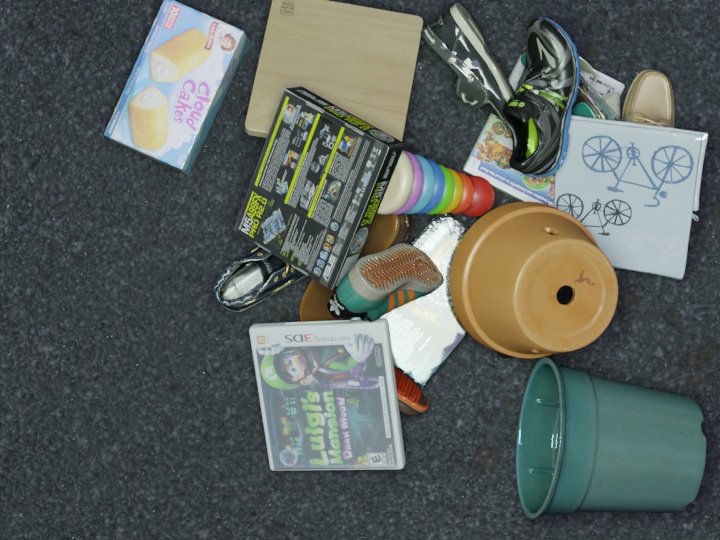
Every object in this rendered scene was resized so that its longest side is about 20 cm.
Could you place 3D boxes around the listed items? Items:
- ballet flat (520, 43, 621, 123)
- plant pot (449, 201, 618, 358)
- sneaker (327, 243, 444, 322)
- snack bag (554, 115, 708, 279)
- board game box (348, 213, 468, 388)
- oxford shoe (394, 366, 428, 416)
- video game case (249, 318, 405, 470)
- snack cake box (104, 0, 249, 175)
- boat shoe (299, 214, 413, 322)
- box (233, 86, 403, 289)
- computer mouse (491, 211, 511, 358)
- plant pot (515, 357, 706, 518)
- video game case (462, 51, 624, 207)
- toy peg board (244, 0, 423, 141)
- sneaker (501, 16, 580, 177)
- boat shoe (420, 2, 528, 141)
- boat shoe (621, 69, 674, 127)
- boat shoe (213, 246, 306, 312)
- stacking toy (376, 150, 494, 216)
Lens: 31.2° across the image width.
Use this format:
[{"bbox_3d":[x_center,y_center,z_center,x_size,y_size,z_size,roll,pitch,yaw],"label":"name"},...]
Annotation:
[{"bbox_3d":[0.291,-0.228,1.676,0.071,0.069,0.200,-37,87,-21],"label":"ballet flat"},{"bbox_3d":[0.225,0.020,1.590,0.200,0.140,0.201,-2,99,-14],"label":"plant pot"},{"bbox_3d":[0.028,0.018,1.607,0.080,0.200,0.071,-41,72,29],"label":"sneaker"},{"bbox_3d":[0.339,-0.091,1.645,0.188,0.021,0.200,9,111,21],"label":"snack bag"},{"bbox_3d":[0.094,0.035,1.698,0.135,0.028,0.200,41,89,2],"label":"board game box"},{"bbox_3d":[-0.008,0.148,1.684,0.200,0.071,0.073,26,109,5],"label":"oxford shoe"},{"bbox_3d":[-0.042,0.161,1.647,0.181,0.023,0.201,-3,106,16],"label":"video game case"},{"bbox_3d":[-0.240,-0.241,1.694,0.115,0.067,0.200,24,88,2],"label":"snack cake box"},{"bbox_3d":[0.000,0.000,1.677,0.070,0.070,0.200,45,107,17],"label":"boat shoe"},{"bbox_3d":[-0.054,-0.101,1.582,0.160,0.044,0.200,31,113,21],"label":"box"},{"bbox_3d":[0.186,0.021,1.663,0.058,0.034,0.200,-15,108,-14],"label":"computer mouse"},{"bbox_3d":[0.315,0.221,1.617,0.196,0.200,0.201,8,88,-8],"label":"plant pot"},{"bbox_3d":[0.243,-0.189,1.711,0.143,0.018,0.200,27,88,1],"label":"video game case"},{"bbox_3d":[-0.034,-0.240,1.691,0.199,0.098,0.200,10,72,0],"label":"toy peg board"},{"bbox_3d":[0.223,-0.215,1.611,0.083,0.071,0.200,-4,103,-39],"label":"sneaker"},{"bbox_3d":[0.154,-0.246,1.671,0.068,0.072,0.200,-32,101,16],"label":"boat shoe"},{"bbox_3d":[0.377,-0.167,1.683,0.074,0.069,0.201,7,88,0],"label":"boat shoe"},{"bbox_3d":[-0.101,-0.012,1.671,0.200,0.091,0.071,-37,88,-1],"label":"boat shoe"},{"bbox_3d":[0.095,-0.106,1.640,0.200,0.085,0.086,4,84,-44],"label":"stacking toy"}]
